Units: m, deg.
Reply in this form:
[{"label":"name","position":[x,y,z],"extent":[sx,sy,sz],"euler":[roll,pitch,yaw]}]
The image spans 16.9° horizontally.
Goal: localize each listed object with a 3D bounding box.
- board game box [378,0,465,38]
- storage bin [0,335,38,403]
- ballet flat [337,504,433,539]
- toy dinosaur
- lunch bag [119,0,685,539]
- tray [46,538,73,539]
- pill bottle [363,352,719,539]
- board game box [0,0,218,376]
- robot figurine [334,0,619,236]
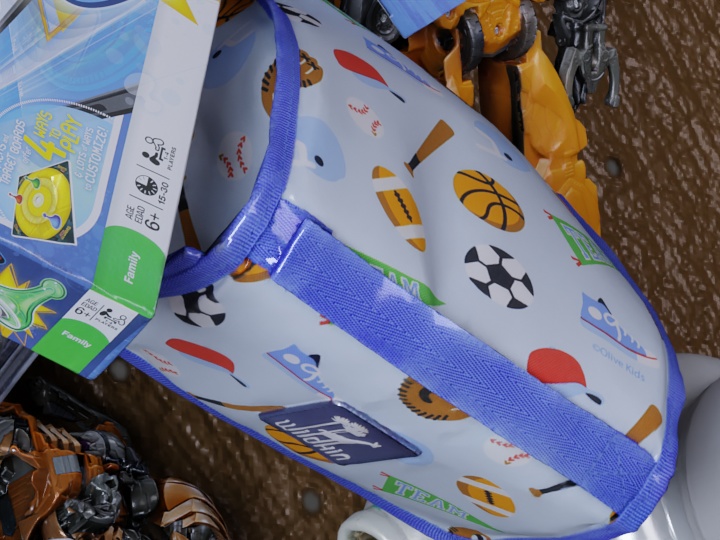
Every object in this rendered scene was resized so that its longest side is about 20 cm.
[{"label":"board game box","position":[0.009,-0.209,0.852],"extent":[0.199,0.043,0.200],"euler":[52,37,-11]},{"label":"storage bin","position":[-0.177,-0.046,0.711],"extent":[0.200,0.135,0.094],"euler":[23,38,-25]},{"label":"ballet flat","position":[0.009,0.171,0.843],"extent":[0.069,0.069,0.200],"euler":[-1,97,-37]},{"label":"toy dinosaur","position":[-0.075,0.107,0.817],"extent":[0.200,0.102,0.136],"euler":[19,44,-22]},{"label":"lunch bag","position":[0.000,0.000,0.770],"extent":[0.170,0.200,0.124],"euler":[34,97,-24]},{"label":"tray","position":[-0.155,0.144,0.677],"extent":[0.200,0.022,0.107],"euler":[-9,87,-43]},{"label":"pill bottle","position":[0.097,0.093,0.875],"extent":[0.113,0.200,0.113],"euler":[13,66,-32]},{"label":"board game box","position":[-0.105,-0.082,0.650],"extent":[0.135,0.034,0.200],"euler":[27,44,-21]},{"label":"robot figurine","position":[0.038,-0.045,0.926],"extent":[0.145,0.058,0.200],"euler":[-20,112,-40]}]
